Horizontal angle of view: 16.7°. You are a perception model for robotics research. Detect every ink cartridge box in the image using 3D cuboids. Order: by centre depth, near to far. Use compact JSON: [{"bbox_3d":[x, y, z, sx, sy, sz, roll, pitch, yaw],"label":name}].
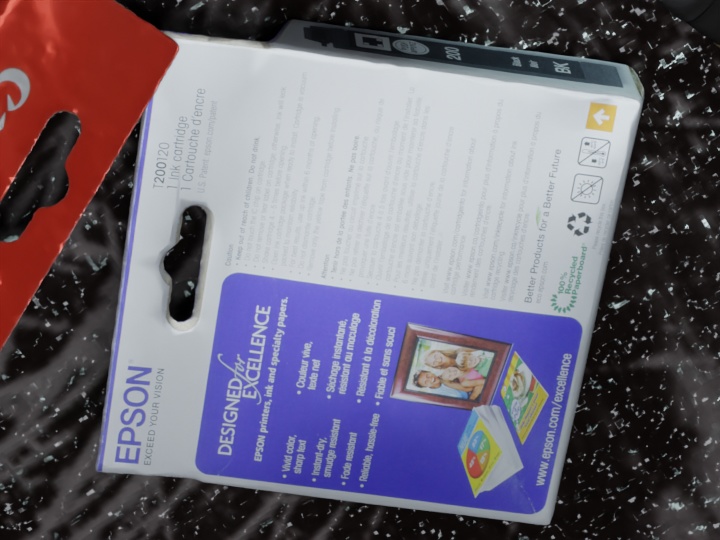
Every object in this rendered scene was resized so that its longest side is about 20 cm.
[{"bbox_3d":[-0.195,-0.072,0.944,0.200,0.047,0.160,32,107,-3],"label":"ink cartridge box"},{"bbox_3d":[0.000,0.000,1.013,0.199,0.043,0.199,7,112,-9],"label":"ink cartridge box"}]

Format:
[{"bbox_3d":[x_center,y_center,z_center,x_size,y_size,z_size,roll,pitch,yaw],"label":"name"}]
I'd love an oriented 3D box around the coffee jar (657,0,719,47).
[{"bbox_3d":[0.213,-0.111,0.961,0.200,0.085,0.104,24,112,-15],"label":"coffee jar"}]
